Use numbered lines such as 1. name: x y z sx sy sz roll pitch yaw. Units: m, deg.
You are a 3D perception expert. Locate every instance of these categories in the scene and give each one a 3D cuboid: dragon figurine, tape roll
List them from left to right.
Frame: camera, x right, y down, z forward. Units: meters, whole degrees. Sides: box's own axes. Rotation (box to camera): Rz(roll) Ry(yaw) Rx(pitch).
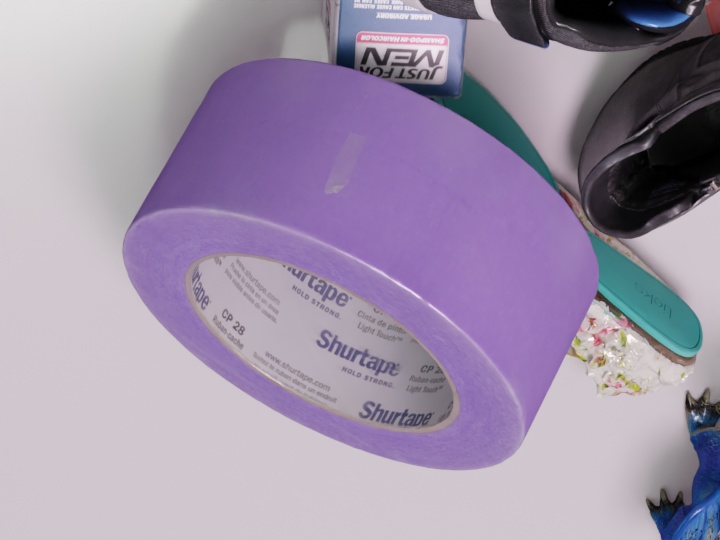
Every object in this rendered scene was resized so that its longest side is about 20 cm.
1. tape roll: 0.000 0.000 1.267 0.200 0.200 0.085 34 66 -14
2. dragon figurine: 0.176 0.125 1.377 0.059 0.099 0.200 15 114 -6

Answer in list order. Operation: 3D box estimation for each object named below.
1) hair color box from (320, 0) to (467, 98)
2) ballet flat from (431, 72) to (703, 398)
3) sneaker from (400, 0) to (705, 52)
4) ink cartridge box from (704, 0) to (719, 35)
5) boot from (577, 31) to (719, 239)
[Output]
1. hair color box: 0.019 -0.185 1.236 0.060 0.100 0.200 2 115 -4
2. ballet flat: 0.078 -0.009 1.336 0.064 0.076 0.200 -33 108 35
3. sneaker: 0.115 -0.139 1.196 0.112 0.200 0.073 25 129 33
4. ink cartridge box: 0.243 -0.048 1.290 0.116 0.067 0.200 2 121 39
5. boot: 0.131 -0.053 1.232 0.070 0.132 0.200 48 139 2
